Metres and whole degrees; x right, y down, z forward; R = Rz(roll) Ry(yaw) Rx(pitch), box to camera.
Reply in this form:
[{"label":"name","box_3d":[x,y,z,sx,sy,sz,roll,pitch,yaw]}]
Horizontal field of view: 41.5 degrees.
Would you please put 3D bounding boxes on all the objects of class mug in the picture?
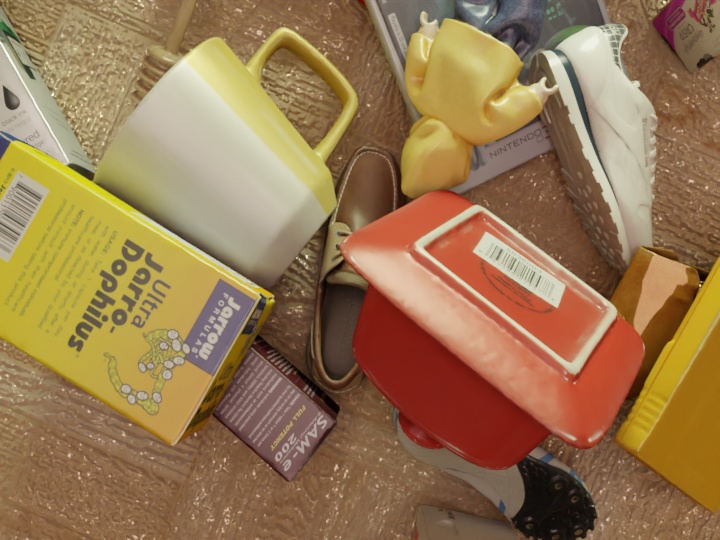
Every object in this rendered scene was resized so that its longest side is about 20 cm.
[{"label":"mug","box_3d":[-0.088,-0.082,0.724,0.153,0.150,0.187,41,105,-3]}]

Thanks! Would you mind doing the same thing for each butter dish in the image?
[{"label":"butter dish","box_3d":[0.074,0.061,0.658,0.199,0.199,0.149,37,119,13]}]

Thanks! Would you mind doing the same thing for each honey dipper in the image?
[{"label":"honey dipper","box_3d":[-0.130,-0.221,0.750,0.037,0.038,0.203,27,109,1]}]

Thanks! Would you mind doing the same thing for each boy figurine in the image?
[{"label":"boy figurine","box_3d":[0.089,-0.145,0.718,0.123,0.064,0.204,26,104,20]}]

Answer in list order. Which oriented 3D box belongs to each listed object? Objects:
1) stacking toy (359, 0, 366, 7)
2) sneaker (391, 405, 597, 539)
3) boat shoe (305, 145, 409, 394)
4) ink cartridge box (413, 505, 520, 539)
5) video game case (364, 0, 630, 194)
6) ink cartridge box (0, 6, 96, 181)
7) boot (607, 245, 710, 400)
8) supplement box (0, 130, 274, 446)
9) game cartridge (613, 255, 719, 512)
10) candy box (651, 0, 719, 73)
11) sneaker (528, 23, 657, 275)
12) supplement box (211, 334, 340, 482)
[{"label":"stacking toy","box_3d":[-0.043,-0.280,0.769,0.198,0.085,0.086,36,88,-4]},{"label":"sneaker","box_3d":[0.111,0.149,0.762,0.198,0.073,0.072,35,112,-12]},{"label":"boat shoe","box_3d":[0.000,0.000,0.759,0.074,0.072,0.205,7,88,0]},{"label":"ink cartridge box","box_3d":[0.070,0.298,0.713,0.082,0.146,0.205,9,89,0]},{"label":"video game case","box_3d":[0.111,-0.186,0.762,0.179,0.023,0.203,-25,106,-1]},{"label":"ink cartridge box","box_3d":[-0.327,-0.128,0.757,0.144,0.084,0.202,-32,89,-2]},{"label":"boot","box_3d":[0.194,0.050,0.743,0.196,0.071,0.147,8,107,-11]},{"label":"supplement box","box_3d":[-0.169,0.013,0.633,0.198,0.109,0.111,31,88,2]},{"label":"game cartridge","box_3d":[0.286,0.075,0.727,0.175,0.032,0.202,35,87,-42]},{"label":"candy box","box_3d":[0.336,-0.253,0.737,0.199,0.136,0.061,-40,87,-2]},{"label":"sneaker","box_3d":[0.204,-0.090,0.752,0.079,0.076,0.204,-24,106,-10]},{"label":"supplement box","box_3d":[-0.107,0.069,0.739,0.199,0.109,0.061,41,88,2]}]
